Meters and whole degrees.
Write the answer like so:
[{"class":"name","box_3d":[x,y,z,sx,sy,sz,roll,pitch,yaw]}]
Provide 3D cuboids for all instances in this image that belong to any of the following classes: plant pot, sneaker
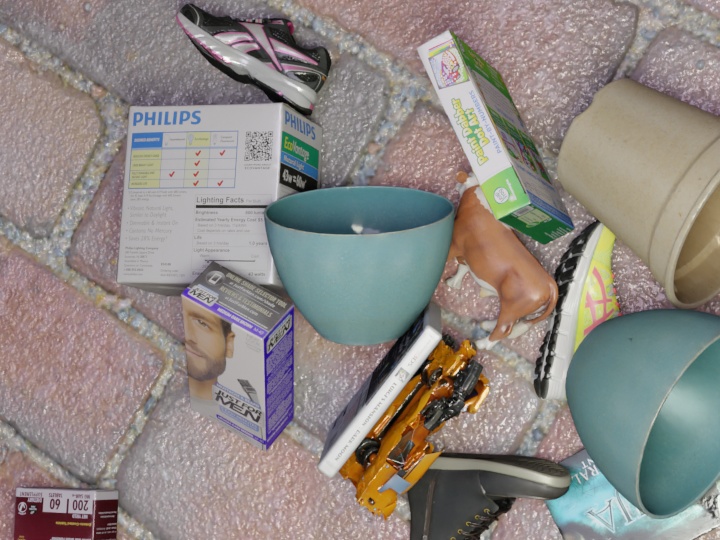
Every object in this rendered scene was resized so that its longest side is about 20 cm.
[{"class":"plant pot","box_3d":[0.305,-0.093,1.570,0.183,0.200,0.201,37,96,31]},{"class":"sneaker","box_3d":[-0.117,-0.258,1.798,0.199,0.080,0.087,33,83,12]},{"class":"plant pot","box_3d":[0.000,0.000,1.631,0.198,0.200,0.136,5,108,20]},{"class":"plant pot","box_3d":[0.279,0.119,1.512,0.134,0.200,0.201,30,93,38]},{"class":"sneaker","box_3d":[0.134,0.248,1.628,0.199,0.074,0.107,-1,88,41]},{"class":"sneaker","box_3d":[0.245,0.046,1.630,0.089,0.078,0.202,16,82,-6]}]

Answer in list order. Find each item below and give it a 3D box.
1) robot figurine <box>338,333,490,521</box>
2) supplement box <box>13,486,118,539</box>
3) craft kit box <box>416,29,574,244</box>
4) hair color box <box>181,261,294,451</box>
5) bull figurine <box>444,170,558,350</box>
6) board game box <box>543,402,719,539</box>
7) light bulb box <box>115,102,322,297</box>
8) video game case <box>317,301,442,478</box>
[{"class":"robot figurine","box_3d":[0.060,0.157,1.630,0.058,0.145,0.200,39,92,-21]},{"class":"supplement box","box_3d":[-0.343,0.353,1.796,0.108,0.061,0.202,-1,84,19]},{"class":"craft kit box","box_3d":[0.143,-0.133,1.614,0.048,0.200,0.199,-25,75,16]},{"class":"hair color box","box_3d":[-0.131,0.096,1.686,0.109,0.201,0.065,27,51,20]},{"class":"bull figurine","box_3d":[0.133,-0.013,1.661,0.122,0.065,0.201,-53,51,25]},{"class":"board game box","box_3d":[0.294,0.227,1.605,0.199,0.028,0.136,-31,73,13]},{"class":"light bulb box","box_3d":[-0.156,-0.076,1.751,0.196,0.125,0.202,1,83,20]},{"class":"video game case","box_3d":[0.024,0.120,1.627,0.023,0.200,0.182,37,97,-1]}]
